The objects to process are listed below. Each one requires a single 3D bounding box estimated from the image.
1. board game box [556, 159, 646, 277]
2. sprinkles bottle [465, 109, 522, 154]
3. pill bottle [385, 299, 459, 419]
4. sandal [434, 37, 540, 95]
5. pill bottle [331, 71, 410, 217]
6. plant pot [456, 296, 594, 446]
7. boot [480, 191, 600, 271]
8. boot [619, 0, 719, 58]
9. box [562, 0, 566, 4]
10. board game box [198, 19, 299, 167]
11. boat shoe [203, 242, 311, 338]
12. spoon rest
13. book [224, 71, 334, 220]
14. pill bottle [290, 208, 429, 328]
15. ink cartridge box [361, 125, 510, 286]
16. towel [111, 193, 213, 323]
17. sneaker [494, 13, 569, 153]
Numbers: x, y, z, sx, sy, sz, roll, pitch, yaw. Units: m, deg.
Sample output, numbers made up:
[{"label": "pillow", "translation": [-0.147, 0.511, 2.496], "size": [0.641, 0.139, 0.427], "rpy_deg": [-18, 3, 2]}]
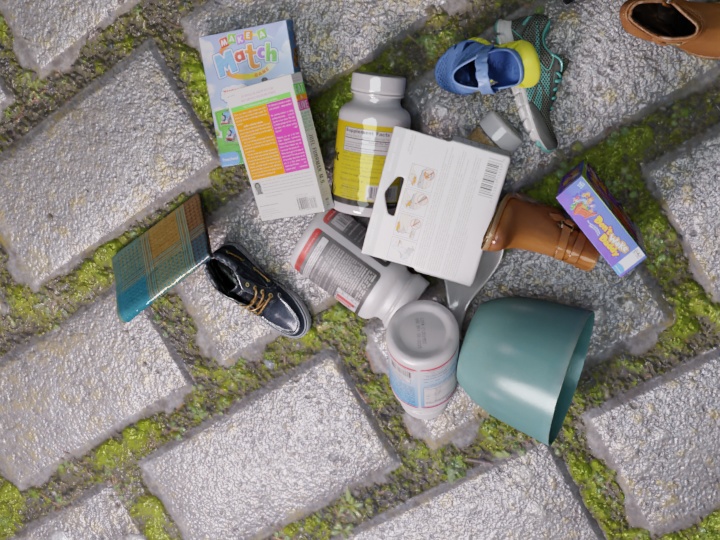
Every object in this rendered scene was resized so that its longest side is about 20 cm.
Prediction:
[{"label": "board game box", "translation": [0.332, -0.076, 1.345], "size": [0.045, 0.200, 0.135], "rpy_deg": [-39, 91, 18]}, {"label": "sprinkles bottle", "translation": [0.150, -0.143, 1.449], "size": [0.068, 0.068, 0.200], "rpy_deg": [44, 109, 2]}, {"label": "pill bottle", "translation": [0.094, 0.141, 1.459], "size": [0.107, 0.110, 0.201], "rpy_deg": [11, 148, 12]}, {"label": "sandal", "translation": [0.159, -0.282, 1.363], "size": [0.086, 0.199, 0.081], "rpy_deg": [-21, 104, -26]}, {"label": "pill bottle", "translation": [0.018, -0.188, 1.451], "size": [0.109, 0.111, 0.204], "rpy_deg": [10, 104, 12]}, {"label": "plant pot", "translation": [0.235, 0.131, 1.427], "size": [0.158, 0.200, 0.204], "rpy_deg": [19, 106, 20]}, {"label": "boot", "translation": [0.259, -0.039, 1.372], "size": [0.154, 0.199, 0.078], "rpy_deg": [33, 111, 14]}, {"label": "boot", "translation": [0.439, -0.325, 1.278], "size": [0.196, 0.155, 0.078], "rpy_deg": [18, 106, 10]}, {"label": "box", "translation": [0.254, -0.465, 1.300], "size": [0.085, 0.164, 0.202], "rpy_deg": [-32, 93, 18]}, {"label": "board game box", "translation": [-0.162, -0.273, 1.519], "size": [0.148, 0.037, 0.204], "rpy_deg": [-7, 99, 16]}, {"label": "boat shoe", "translation": [-0.169, 0.042, 1.561], "size": [0.200, 0.091, 0.071], "rpy_deg": [43, 109, 2]}, {"label": "spoon rest", "translation": [0.160, 0.012, 1.484], "size": [0.097, 0.061, 0.204], "rpy_deg": [13, 106, 11]}, {"label": "book", "translation": [-0.119, -0.182, 1.459], "size": [0.132, 0.048, 0.204], "rpy_deg": [-4, 104, 40]}, {"label": "pill bottle", "translation": [0.000, 0.000, 1.494], "size": [0.199, 0.116, 0.117], "rpy_deg": [36, 108, 5]}, {"label": "ink cartridge box", "translation": [0.108, -0.096, 1.411], "size": [0.170, 0.044, 0.203], "rpy_deg": [16, 110, 2]}, {"label": "towel", "translation": [-0.322, -0.019, 1.579], "size": [0.198, 0.022, 0.148], "rpy_deg": [-34, 48, 18]}, {"label": "sneaker", "translation": [0.258, -0.271, 1.391], "size": [0.090, 0.078, 0.204], "rpy_deg": [-17, 99, 13]}]
